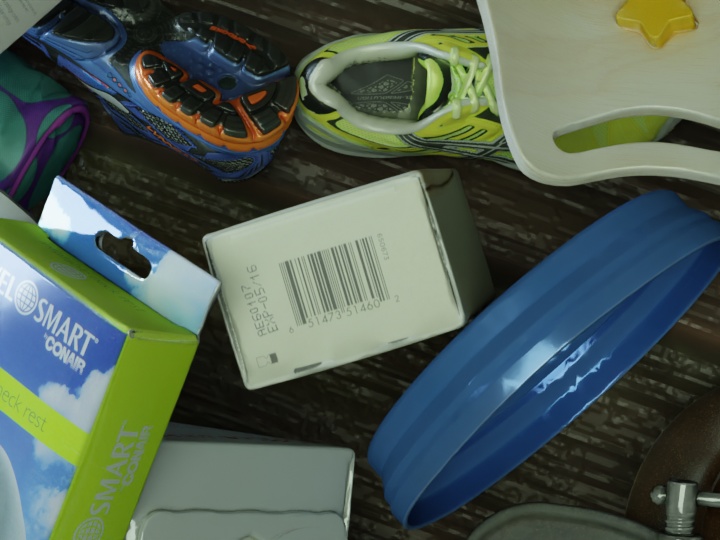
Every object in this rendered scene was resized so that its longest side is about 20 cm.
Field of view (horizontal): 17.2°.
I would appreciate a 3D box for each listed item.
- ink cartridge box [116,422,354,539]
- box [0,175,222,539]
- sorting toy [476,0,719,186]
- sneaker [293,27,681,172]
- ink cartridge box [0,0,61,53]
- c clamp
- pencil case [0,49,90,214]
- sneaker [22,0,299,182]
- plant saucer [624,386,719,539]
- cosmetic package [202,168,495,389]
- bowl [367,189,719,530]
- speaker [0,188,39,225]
[{"bbox_3d":[-0.125,0.140,1.108,0.200,0.145,0.145,3,88,42],"label":"ink cartridge box"},{"bbox_3d":[-0.143,0.070,1.006,0.122,0.048,0.201,31,105,38],"label":"box"},{"bbox_3d":[0.136,-0.124,1.097,0.199,0.107,0.181,2,70,7],"label":"sorting toy"},{"bbox_3d":[0.063,-0.082,1.153,0.199,0.076,0.076,-5,91,6],"label":"sneaker"},{"bbox_3d":[-0.149,-0.197,1.084,0.200,0.068,0.116,-42,74,-7],"label":"ink cartridge box"},{"bbox_3d":[0.116,0.186,1.081,0.170,0.027,0.201,11,95,18],"label":"c clamp"},{"bbox_3d":[-0.237,-0.095,1.184,0.200,0.085,0.093,32,129,3],"label":"pencil case"},{"bbox_3d":[-0.118,-0.106,1.175,0.200,0.079,0.075,39,63,19],"label":"sneaker"},{"bbox_3d":[0.221,0.140,1.123,0.200,0.032,0.201,5,71,-15],"label":"plant saucer"},{"bbox_3d":[0.000,0.000,1.104,0.103,0.200,0.073,-17,92,6],"label":"cosmetic package"},{"bbox_3d":[0.084,0.039,1.098,0.201,0.201,0.039,-43,76,7],"label":"bowl"},{"bbox_3d":[-0.225,0.045,1.065,0.081,0.081,0.200,36,78,3],"label":"speaker"}]
